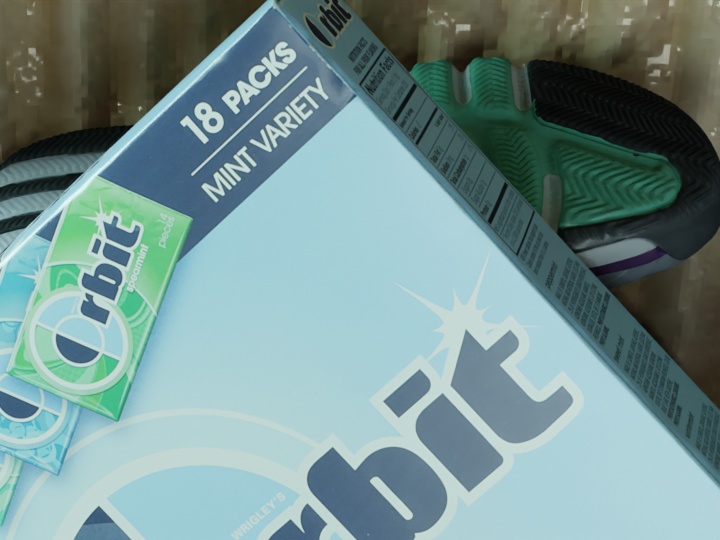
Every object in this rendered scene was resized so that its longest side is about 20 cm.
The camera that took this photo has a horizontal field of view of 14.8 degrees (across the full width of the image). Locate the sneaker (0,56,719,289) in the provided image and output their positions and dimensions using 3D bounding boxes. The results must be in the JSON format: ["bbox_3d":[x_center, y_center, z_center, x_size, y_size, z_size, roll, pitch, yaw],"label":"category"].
[{"bbox_3d":[0.000,0.000,0.739,0.198,0.075,0.088,-4,136,11],"label":"sneaker"}]

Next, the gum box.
[{"bbox_3d":[-0.008,0.057,0.682,0.170,0.045,0.200,-41,96,20],"label":"gum box"}]
